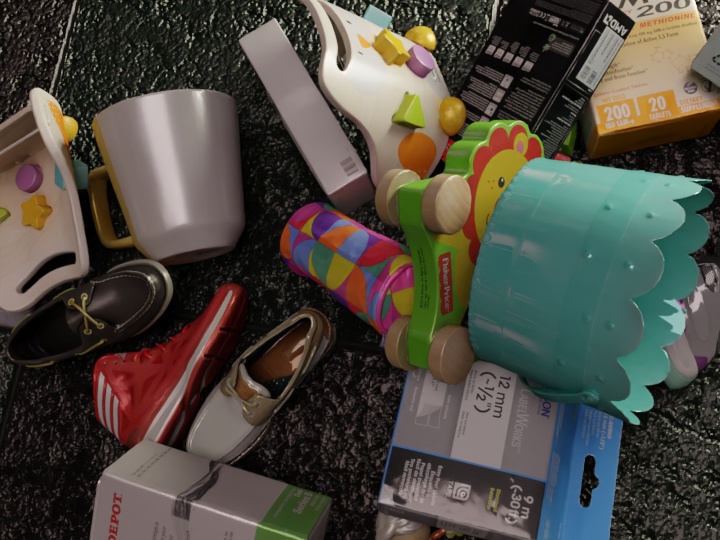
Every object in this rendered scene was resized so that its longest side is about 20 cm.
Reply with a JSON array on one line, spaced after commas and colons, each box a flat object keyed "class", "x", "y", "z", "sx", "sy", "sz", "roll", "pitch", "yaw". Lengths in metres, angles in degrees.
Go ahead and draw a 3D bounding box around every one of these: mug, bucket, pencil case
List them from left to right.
[{"class": "mug", "x": -0.194, "y": -0.085, "z": 0.893, "sx": 0.149, "sy": 0.187, "sz": 0.153, "roll": -11, "pitch": 84, "yaw": -27}, {"class": "pencil case", "x": 0.000, "y": 0.000, "z": 0.812, "sx": 0.088, "sy": 0.088, "sz": 0.200, "roll": -50, "pitch": 40, "yaw": -4}, {"class": "bucket", "x": 0.184, "y": 0.010, "z": 0.680, "sx": 0.135, "sy": 0.207, "sz": 0.207, "roll": 18, "pitch": 81, "yaw": 29}]

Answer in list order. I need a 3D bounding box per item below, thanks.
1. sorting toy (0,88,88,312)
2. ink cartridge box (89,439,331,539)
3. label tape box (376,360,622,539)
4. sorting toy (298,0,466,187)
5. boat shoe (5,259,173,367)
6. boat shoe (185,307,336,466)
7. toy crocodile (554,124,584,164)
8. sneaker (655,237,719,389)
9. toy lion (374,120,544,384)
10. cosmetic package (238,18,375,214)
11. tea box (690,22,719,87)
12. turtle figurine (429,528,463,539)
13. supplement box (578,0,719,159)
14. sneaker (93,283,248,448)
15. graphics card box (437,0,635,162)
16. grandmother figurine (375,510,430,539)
[{"class": "sorting toy", "x": -0.354, "y": -0.058, "z": 0.895, "sx": 0.200, "sy": 0.107, "sz": 0.180, "roll": -25, "pitch": 79, "yaw": 21}, {"class": "ink cartridge box", "x": -0.143, "y": 0.261, "z": 0.793, "sx": 0.200, "sy": 0.084, "sz": 0.146, "roll": 15, "pitch": 106, "yaw": 11}, {"class": "label tape box", "x": 0.127, "y": 0.160, "z": 0.741, "sx": 0.200, "sy": 0.066, "sz": 0.143, "roll": 11, "pitch": 67, "yaw": 10}, {"class": "sorting toy", "x": 0.002, "y": -0.194, "z": 0.819, "sx": 0.107, "sy": 0.180, "sz": 0.200, "roll": -32, "pitch": 62, "yaw": 26}, {"class": "boat shoe", "x": -0.276, "y": 0.050, "z": 0.860, "sx": 0.201, "sy": 0.061, "sz": 0.072, "roll": -26, "pitch": 91, "yaw": 27}, {"class": "boat shoe", "x": -0.107, "y": 0.116, "z": 0.852, "sx": 0.075, "sy": 0.068, "sz": 0.200, "roll": 38, "pitch": 86, "yaw": 14}, {"class": "toy crocodile", "x": 0.171, "y": -0.067, "z": 0.850, "sx": 0.067, "sy": 0.062, "sz": 0.200, "roll": 24, "pitch": 83, "yaw": 17}, {"class": "sneaker", "x": 0.288, "y": -0.002, "z": 0.815, "sx": 0.140, "sy": 0.078, "sz": 0.200, "roll": -35, "pitch": 90, "yaw": -3}, {"class": "toy lion", "x": 0.103, "y": -0.025, "z": 0.730, "sx": 0.069, "sy": 0.192, "sz": 0.200, "roll": 11, "pitch": 111, "yaw": 43}, {"class": "cosmetic package", "x": -0.055, "y": -0.160, "z": 0.898, "sx": 0.051, "sy": 0.083, "sz": 0.200, "roll": -31, "pitch": 75, "yaw": 4}, {"class": "tea box", "x": 0.451, "y": -0.217, "z": 0.768, "sx": 0.200, "sy": 0.134, "sz": 0.197, "roll": 41, "pitch": 59, "yaw": 14}, {"class": "turtle figurine", "x": 0.113, "y": 0.162, "z": 0.810, "sx": 0.161, "sy": 0.064, "sz": 0.200, "roll": 2, "pitch": 78, "yaw": 9}, {"class": "supplement box", "x": 0.275, "y": -0.228, "z": 0.865, "sx": 0.126, "sy": 0.074, "sz": 0.200, "roll": -12, "pitch": 76, "yaw": 5}, {"class": "sneaker", "x": -0.206, "y": 0.085, "z": 0.871, "sx": 0.115, "sy": 0.078, "sz": 0.200, "roll": 27, "pitch": 82, "yaw": 12}, {"class": "graphics card box", "x": 0.159, "y": -0.177, "z": 0.826, "sx": 0.125, "sy": 0.051, "sz": 0.200, "roll": 43, "pitch": 110, "yaw": 49}, {"class": "grandmother figurine", "x": 0.071, "y": 0.298, "z": 0.780, "sx": 0.121, "sy": 0.061, "sz": 0.200, "roll": -31, "pitch": 81, "yaw": 30}]
